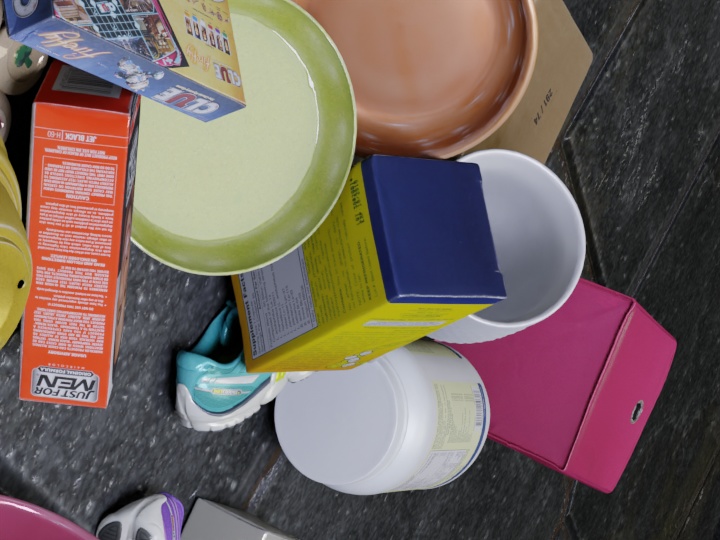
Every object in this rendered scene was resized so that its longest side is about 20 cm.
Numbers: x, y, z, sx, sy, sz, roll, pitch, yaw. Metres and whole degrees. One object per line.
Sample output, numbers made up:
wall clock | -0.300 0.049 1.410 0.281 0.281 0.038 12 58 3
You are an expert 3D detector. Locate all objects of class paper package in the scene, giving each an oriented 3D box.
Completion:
paper package | 0.114 -0.166 1.456 0.201 0.103 0.191 -64 152 -7

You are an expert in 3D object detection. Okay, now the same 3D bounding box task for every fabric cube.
fabric cube | 0.204 0.107 1.721 0.197 0.199 0.199 -65 153 -4

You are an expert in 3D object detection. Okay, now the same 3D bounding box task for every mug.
mug | 0.072 0.006 1.336 0.200 0.148 0.175 -42 -176 -20

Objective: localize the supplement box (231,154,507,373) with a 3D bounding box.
supplement box | 0.000 0.000 1.204 0.109 0.200 0.110 2 71 -39

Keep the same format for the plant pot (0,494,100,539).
plant pot | -0.251 0.272 1.011 0.180 0.200 0.200 -59 157 17

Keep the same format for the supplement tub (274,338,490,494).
supplement tub | 0.021 0.132 1.451 0.200 0.144 0.146 11 100 -63

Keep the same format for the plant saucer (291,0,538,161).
plant saucer | 0.029 -0.174 1.133 0.038 0.198 0.201 -76 172 -59

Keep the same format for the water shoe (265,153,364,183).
water shoe | -0.025 -0.074 1.230 0.200 0.071 0.079 -20 131 -54

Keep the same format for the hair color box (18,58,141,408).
hair color box | -0.178 -0.026 1.004 0.102 0.061 0.201 -94 -168 -64

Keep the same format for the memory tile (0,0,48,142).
memory tile | -0.237 -0.124 0.914 0.201 0.017 0.153 -65 153 -7

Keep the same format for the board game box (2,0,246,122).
board game box | -0.143 -0.178 0.945 0.200 0.034 0.137 19 57 -61

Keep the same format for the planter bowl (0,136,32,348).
planter bowl | -0.247 0.006 0.890 0.200 0.083 0.201 -43 150 -32

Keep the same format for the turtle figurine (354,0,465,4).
turtle figurine | 0.028 -0.221 1.212 0.144 0.198 0.195 -72 166 -54

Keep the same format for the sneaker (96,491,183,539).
sneaker | -0.169 0.274 1.277 0.083 0.080 0.201 -29 133 -60

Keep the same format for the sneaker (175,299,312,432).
sneaker | -0.078 0.055 1.291 0.200 0.077 0.080 -40 134 -44

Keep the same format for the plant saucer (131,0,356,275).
plant saucer | -0.097 -0.098 1.093 0.199 0.031 0.202 -6 103 -26

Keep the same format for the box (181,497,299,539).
box | -0.134 0.307 1.362 0.201 0.077 0.095 -66 153 -5
